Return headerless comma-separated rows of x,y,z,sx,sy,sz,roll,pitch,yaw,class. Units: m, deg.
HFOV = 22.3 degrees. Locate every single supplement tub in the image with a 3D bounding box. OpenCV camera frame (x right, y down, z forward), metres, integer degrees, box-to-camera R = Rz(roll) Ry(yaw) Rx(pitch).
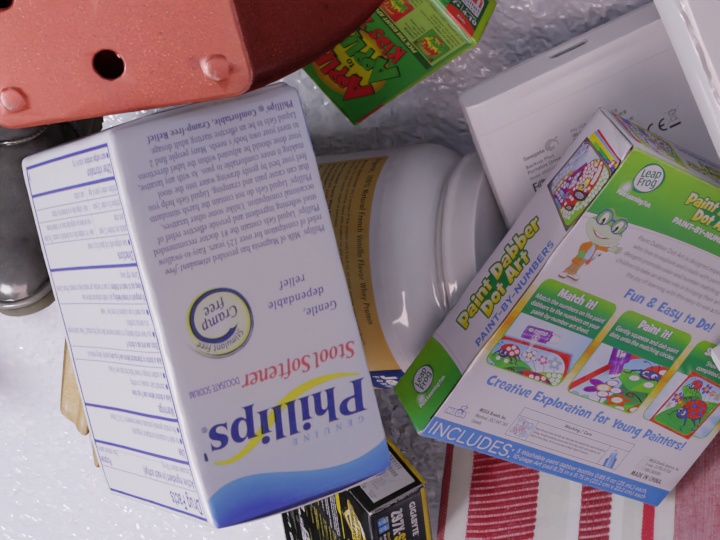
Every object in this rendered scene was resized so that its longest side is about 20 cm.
0.000,0.000,1.094,0.199,0.145,0.145,-5,126,26,supplement tub

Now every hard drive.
0.147,-0.040,1.038,0.131,0.027,0.201,-25,121,-2,hard drive

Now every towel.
0.143,0.127,1.147,0.199,0.145,0.023,-9,146,29,towel

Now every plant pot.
-0.111,-0.174,0.894,0.199,0.177,0.201,-7,119,13,plant pot

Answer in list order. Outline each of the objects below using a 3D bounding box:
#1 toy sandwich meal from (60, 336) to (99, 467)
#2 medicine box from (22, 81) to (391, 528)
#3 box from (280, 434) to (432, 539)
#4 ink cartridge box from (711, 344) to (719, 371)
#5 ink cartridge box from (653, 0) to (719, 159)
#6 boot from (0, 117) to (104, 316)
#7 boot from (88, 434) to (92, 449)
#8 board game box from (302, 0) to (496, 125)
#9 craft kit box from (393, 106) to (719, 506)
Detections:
-0.148,0.019,1.150,0.070,0.206,0.206,5,133,-10,toy sandwich meal
-0.086,0.018,0.951,0.182,0.102,0.201,-2,104,66,medicine box
-0.005,0.175,1.243,0.160,0.049,0.201,44,151,44,box
0.318,0.062,1.003,0.199,0.084,0.145,-31,115,7,ink cartridge box
0.250,-0.126,0.866,0.199,0.084,0.145,-27,115,4,ink cartridge box
-0.220,-0.096,1.018,0.072,0.183,0.200,-9,146,15,boot
-0.154,0.106,1.278,0.073,0.096,0.200,31,133,-5,boot
-0.029,-0.186,1.016,0.101,0.048,0.200,-30,112,38,board game box
0.150,0.028,1.016,0.199,0.049,0.198,21,117,-37,craft kit box
